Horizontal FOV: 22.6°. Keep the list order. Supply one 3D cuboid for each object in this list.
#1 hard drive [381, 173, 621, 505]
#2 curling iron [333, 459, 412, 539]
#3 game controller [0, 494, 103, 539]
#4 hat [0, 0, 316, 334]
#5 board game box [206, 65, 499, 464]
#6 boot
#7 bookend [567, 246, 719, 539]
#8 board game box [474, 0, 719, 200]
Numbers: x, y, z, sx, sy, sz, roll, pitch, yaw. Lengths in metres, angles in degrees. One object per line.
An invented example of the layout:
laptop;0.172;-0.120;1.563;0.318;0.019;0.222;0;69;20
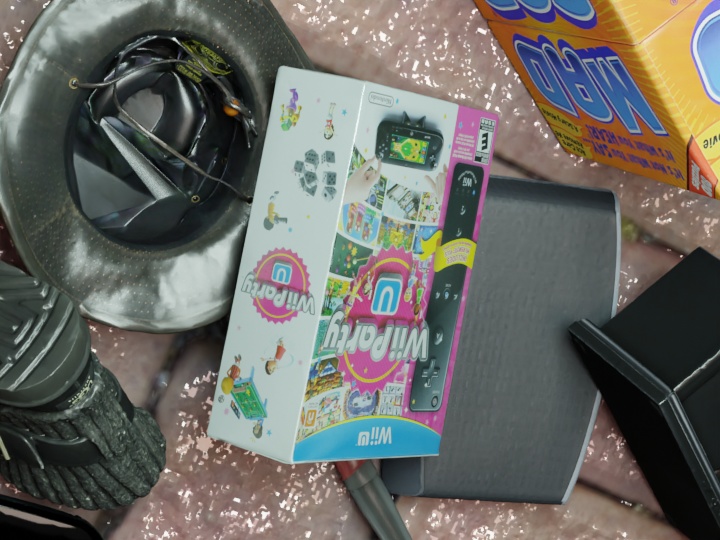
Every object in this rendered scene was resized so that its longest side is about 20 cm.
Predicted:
hard drive;0.089;0.045;1.084;0.135;0.042;0.200;6;99;-20
curling iron;-0.013;0.121;1.074;0.050;0.026;0.200;-39;109;-7
game controller;-0.245;0.164;0.996;0.200;0.042;0.104;19;95;-21
hat;-0.120;-0.069;0.971;0.200;0.081;0.201;-3;95;-31
board game box;0.000;0.000;0.987;0.147;0.064;0.200;5;97;-56
boot;-0.207;0.042;0.958;0.079;0.211;0.158;-50;154;-16
bookend;0.256;0.057;1.085;0.200;0.092;0.199;-38;130;-8
board game box;0.181;-0.187;0.982;0.200;0.200;0.200;-37;110;-8
